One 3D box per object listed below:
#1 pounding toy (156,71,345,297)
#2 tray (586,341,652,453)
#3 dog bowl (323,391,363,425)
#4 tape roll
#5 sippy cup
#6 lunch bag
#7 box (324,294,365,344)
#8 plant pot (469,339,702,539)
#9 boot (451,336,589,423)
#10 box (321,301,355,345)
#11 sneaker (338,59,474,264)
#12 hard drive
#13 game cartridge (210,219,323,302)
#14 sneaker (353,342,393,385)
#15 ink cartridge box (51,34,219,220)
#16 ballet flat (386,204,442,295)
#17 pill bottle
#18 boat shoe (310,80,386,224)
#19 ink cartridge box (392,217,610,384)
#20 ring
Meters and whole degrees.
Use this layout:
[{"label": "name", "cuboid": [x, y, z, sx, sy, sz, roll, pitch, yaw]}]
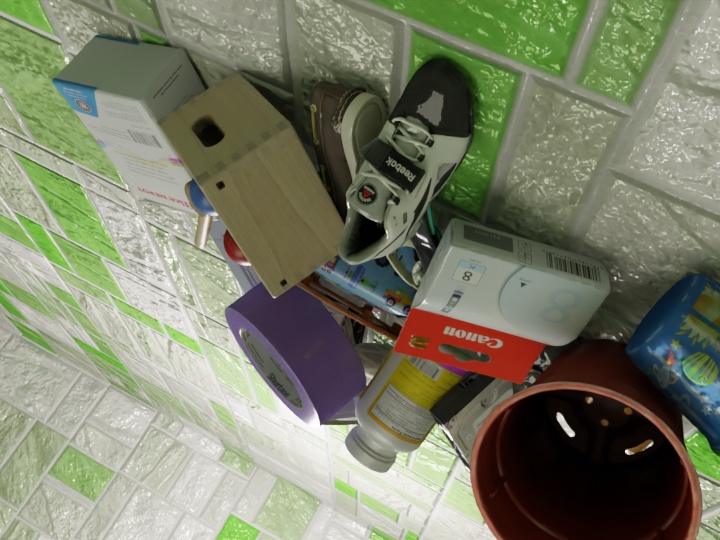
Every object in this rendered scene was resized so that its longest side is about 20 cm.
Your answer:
[{"label": "pounding toy", "cuboid": [-0.128, -0.079, 0.811, 0.200, 0.142, 0.184, 48, 170, 48]}, {"label": "tray", "cuboid": [0.319, 0.158, 0.926, 0.098, 0.037, 0.200, 26, 156, 13]}, {"label": "dog bowl", "cuboid": [0.027, 0.208, 1.231, 0.199, 0.059, 0.200, -4, 166, -1]}, {"label": "tape roll", "cuboid": [-0.087, 0.105, 1.032, 0.200, 0.085, 0.200, 44, 159, 22]}, {"label": "sippy cup", "cuboid": [0.313, 0.076, 0.678, 0.130, 0.140, 0.178, 39, 138, 8]}, {"label": "lunch bag", "cuboid": [0.000, 0.000, 0.953, 0.150, 0.094, 0.200, 30, 165, -2]}, {"label": "box", "cuboid": [-0.087, 0.067, 1.226, 0.199, 0.036, 0.143, 26, 155, 9]}, {"label": "plant pot", "cuboid": [0.232, 0.168, 0.764, 0.200, 0.195, 0.202, 7, 108, 24]}, {"label": "boot", "cuboid": [0.148, 0.101, 0.911, 0.199, 0.073, 0.183, 24, 112, -1]}, {"label": "box", "cuboid": [-0.033, 0.109, 1.158, 0.041, 0.039, 0.200, 19, 153, 17]}, {"label": "sneaker", "cuboid": [0.034, -0.082, 0.671, 0.074, 0.088, 0.201, 33, 128, 16]}, {"label": "hard drive", "cuboid": [0.181, 0.198, 1.034, 0.038, 0.140, 0.200, 41, 167, 44]}, {"label": "game cartridge", "cuboid": [-0.127, -0.009, 1.088, 0.133, 0.041, 0.201, 10, 139, 35]}, {"label": "sneaker", "cuboid": [0.083, 0.132, 1.113, 0.199, 0.076, 0.116, 18, 146, -5]}, {"label": "ink cartridge box", "cuboid": [-0.235, -0.162, 0.905, 0.144, 0.085, 0.200, 18, 151, 29]}, {"label": "ballet flat", "cuboid": [0.052, -0.038, 0.788, 0.073, 0.073, 0.200, 12, 143, 36]}, {"label": "pill bottle", "cuboid": [0.061, 0.166, 1.024, 0.104, 0.200, 0.104, 32, -167, -8]}, {"label": "boat shoe", "cuboid": [-0.011, -0.104, 0.776, 0.059, 0.072, 0.200, 29, 154, 21]}, {"label": "ink cartridge box", "cuboid": [0.133, 0.052, 0.791, 0.159, 0.047, 0.201, 15, 131, -7]}, {"label": "ring", "cuboid": [-0.027, 0.032, 0.961, 0.200, 0.019, 0.200, 30, 180, 0]}]
